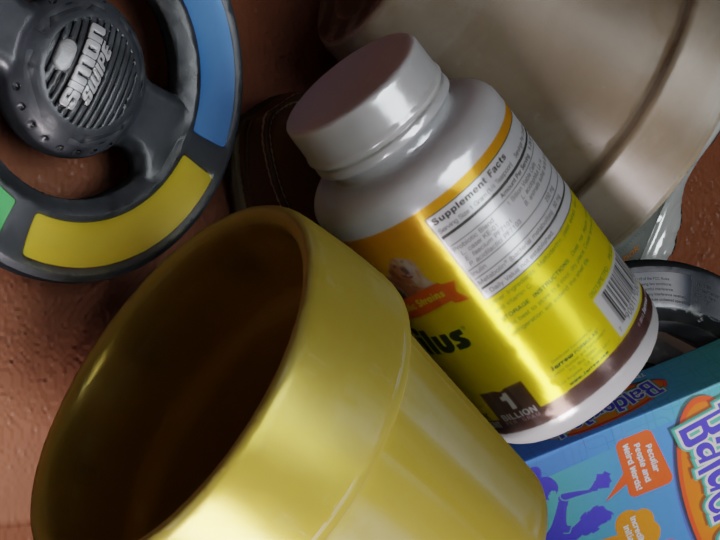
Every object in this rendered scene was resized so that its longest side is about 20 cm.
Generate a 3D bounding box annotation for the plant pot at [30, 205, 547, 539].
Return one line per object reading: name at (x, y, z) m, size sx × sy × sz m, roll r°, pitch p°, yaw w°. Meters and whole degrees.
plant pot at (-0.022, 0.101, 1.332) m, size 0.189 × 0.201 × 0.201 m, roll 37°, pitch 68°, yaw -26°

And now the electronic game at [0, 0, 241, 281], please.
electronic game at (-0.138, -0.094, 1.362) m, size 0.200 × 0.042 × 0.200 m, roll -2°, pitch 93°, yaw -40°

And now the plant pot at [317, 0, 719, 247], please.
plant pot at (0.079, -0.127, 1.479) m, size 0.173 × 0.200 × 0.200 m, roll 27°, pitch 73°, yaw -20°

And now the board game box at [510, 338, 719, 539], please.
board game box at (0.145, 0.136, 1.542) m, size 0.200 × 0.045 × 0.152 m, roll -22°, pitch 119°, yaw -9°

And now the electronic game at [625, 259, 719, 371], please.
electronic game at (0.146, 0.087, 1.569) m, size 0.200 × 0.042 × 0.200 m, roll -7°, pitch 117°, yaw -15°

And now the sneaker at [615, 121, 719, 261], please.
sneaker at (0.158, -0.084, 1.591) m, size 0.079 × 0.074 × 0.200 m, roll 40°, pitch 64°, yaw -58°

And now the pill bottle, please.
pill bottle at (0.052, -0.018, 1.397) m, size 0.200 × 0.109 × 0.109 m, roll 52°, pitch 60°, yaw -21°

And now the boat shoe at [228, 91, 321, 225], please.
boat shoe at (0.000, 0.000, 1.469) m, size 0.076 × 0.074 × 0.200 m, roll -38°, pitch 115°, yaw -34°

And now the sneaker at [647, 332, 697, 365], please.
sneaker at (0.176, 0.055, 1.627) m, size 0.200 × 0.079 × 0.078 m, roll 10°, pitch 117°, yaw -18°
